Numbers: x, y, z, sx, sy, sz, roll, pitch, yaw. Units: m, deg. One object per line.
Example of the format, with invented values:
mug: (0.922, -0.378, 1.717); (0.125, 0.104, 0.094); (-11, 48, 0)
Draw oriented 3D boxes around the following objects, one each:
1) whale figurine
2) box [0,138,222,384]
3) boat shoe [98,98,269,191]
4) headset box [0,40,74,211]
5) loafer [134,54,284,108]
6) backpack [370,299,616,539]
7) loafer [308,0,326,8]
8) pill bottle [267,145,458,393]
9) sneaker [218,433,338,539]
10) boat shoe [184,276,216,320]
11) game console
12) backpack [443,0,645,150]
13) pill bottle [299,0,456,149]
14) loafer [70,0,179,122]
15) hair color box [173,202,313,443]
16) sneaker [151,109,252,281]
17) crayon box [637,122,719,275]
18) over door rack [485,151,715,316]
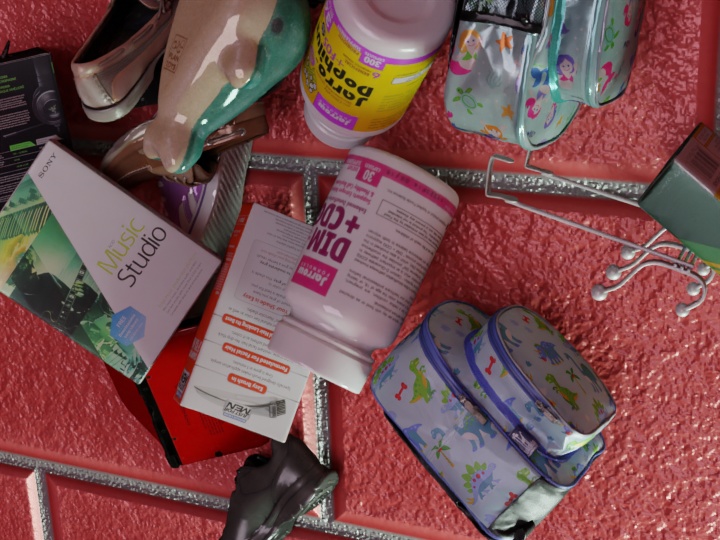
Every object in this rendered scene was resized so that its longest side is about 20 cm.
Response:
whale figurine: (-0.113, -0.173, 1.051); (0.159, 0.103, 0.202); (29, 95, 56)
box: (-0.251, -0.008, 1.158); (0.199, 0.036, 0.145); (35, 91, -9)
boat shoe: (-0.168, -0.113, 1.153); (0.199, 0.075, 0.073); (-28, 87, 30)
headset box: (-0.341, -0.128, 1.233); (0.091, 0.174, 0.203); (-15, 105, -14)
loafer: (-0.167, -0.206, 1.185); (0.197, 0.072, 0.074); (0, 130, 8)
backpack: (0.124, 0.116, 1.101); (0.200, 0.183, 0.148); (44, 112, 14)
loafer: (-0.056, -0.269, 1.111); (0.198, 0.069, 0.071); (12, 149, 33)
pill bottle: (0.000, 0.000, 1.106); (0.112, 0.113, 0.202); (24, 86, 16)
sneaker: (-0.108, 0.253, 1.332); (0.091, 0.076, 0.200); (49, 115, 13)
boat shoe: (-0.113, 0.048, 1.271); (0.197, 0.074, 0.063); (8, 155, 17)
game console: (-0.198, 0.100, 1.299); (0.170, 0.120, 0.202); (-13, 133, 0)
backpack: (0.145, -0.198, 0.975); (0.149, 0.177, 0.203); (22, 110, 19)
pill bottle: (0.006, -0.183, 1.052); (0.104, 0.104, 0.200); (43, 154, 6)
loafer: (-0.208, -0.226, 1.124); (0.071, 0.202, 0.063); (1, 141, 22)
hair color box: (-0.093, 0.049, 1.174); (0.110, 0.064, 0.203); (21, 85, -15)
sneaker: (-0.180, -0.081, 1.241); (0.113, 0.072, 0.203); (21, 104, 21)
crayon box: (0.324, -0.023, 0.981); (0.200, 0.126, 0.052); (41, 121, 7)
over door rack: (0.201, -0.035, 1.026); (0.198, 0.148, 0.067); (32, 113, 12)
